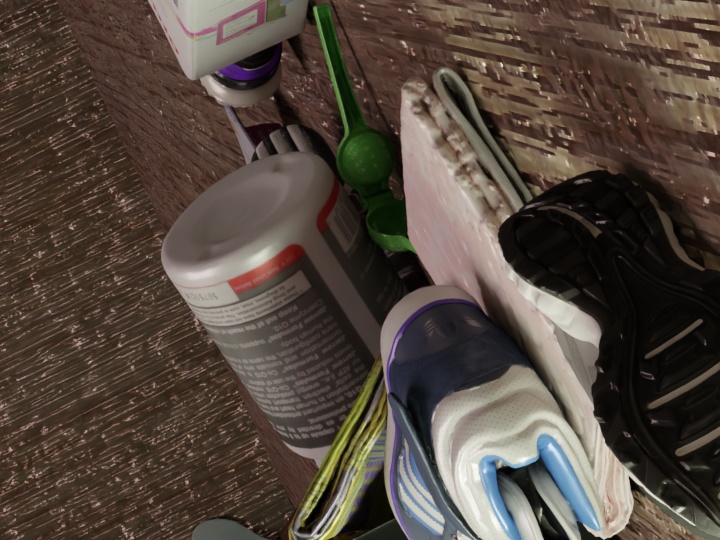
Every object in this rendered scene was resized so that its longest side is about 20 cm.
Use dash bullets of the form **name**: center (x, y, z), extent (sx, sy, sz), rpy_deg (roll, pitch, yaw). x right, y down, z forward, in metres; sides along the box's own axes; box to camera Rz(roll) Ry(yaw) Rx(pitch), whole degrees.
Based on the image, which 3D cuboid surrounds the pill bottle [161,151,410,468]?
- **pill bottle**: center (-0.021, 0.039, 1.460), extent (0.200, 0.114, 0.114), rpy_deg (58, 176, -26)

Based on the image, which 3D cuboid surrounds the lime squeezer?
- **lime squeezer**: center (0.010, -0.055, 1.406), extent (0.071, 0.038, 0.200), rpy_deg (75, 169, -68)

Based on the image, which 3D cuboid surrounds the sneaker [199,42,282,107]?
- **sneaker**: center (-0.107, -0.211, 1.614), extent (0.200, 0.069, 0.100), rpy_deg (56, 163, 23)

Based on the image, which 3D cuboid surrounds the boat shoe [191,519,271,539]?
- **boat shoe**: center (-0.146, 0.422, 3.556), extent (0.200, 0.071, 0.091), rpy_deg (15, 154, 18)

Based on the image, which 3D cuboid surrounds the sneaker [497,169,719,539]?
- **sneaker**: center (0.117, 0.038, 0.908), extent (0.079, 0.074, 0.200), rpy_deg (58, -177, -34)

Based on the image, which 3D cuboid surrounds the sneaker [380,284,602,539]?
- **sneaker**: center (0.068, 0.117, 1.196), extent (0.147, 0.080, 0.200), rpy_deg (-121, 14, -50)

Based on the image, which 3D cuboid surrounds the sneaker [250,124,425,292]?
- **sneaker**: center (0.000, 0.000, 1.599), extent (0.116, 0.076, 0.200), rpy_deg (18, -132, -83)

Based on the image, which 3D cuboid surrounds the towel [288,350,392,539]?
- **towel**: center (0.018, 0.084, 1.333), extent (0.023, 0.144, 0.200), rpy_deg (27, -179, 11)

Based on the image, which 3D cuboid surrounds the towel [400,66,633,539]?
- **towel**: center (0.078, 0.019, 1.214), extent (0.200, 0.032, 0.191), rpy_deg (60, 171, 23)

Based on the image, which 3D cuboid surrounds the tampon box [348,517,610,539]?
- **tampon box**: center (0.066, 0.194, 1.421), extent (0.126, 0.150, 0.200), rpy_deg (63, 173, 8)

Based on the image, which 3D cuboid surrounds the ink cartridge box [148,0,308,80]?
- **ink cartridge box**: center (-0.095, -0.211, 1.430), extent (0.145, 0.085, 0.200), rpy_deg (63, 171, 8)

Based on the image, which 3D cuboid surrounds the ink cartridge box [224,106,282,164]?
- **ink cartridge box**: center (-0.031, -0.020, 1.786), extent (0.196, 0.043, 0.200), rpy_deg (-123, 12, -51)

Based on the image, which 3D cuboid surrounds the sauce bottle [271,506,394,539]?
- **sauce bottle**: center (0.003, 0.163, 1.558), extent (0.065, 0.200, 0.065), rpy_deg (59, 170, 17)
